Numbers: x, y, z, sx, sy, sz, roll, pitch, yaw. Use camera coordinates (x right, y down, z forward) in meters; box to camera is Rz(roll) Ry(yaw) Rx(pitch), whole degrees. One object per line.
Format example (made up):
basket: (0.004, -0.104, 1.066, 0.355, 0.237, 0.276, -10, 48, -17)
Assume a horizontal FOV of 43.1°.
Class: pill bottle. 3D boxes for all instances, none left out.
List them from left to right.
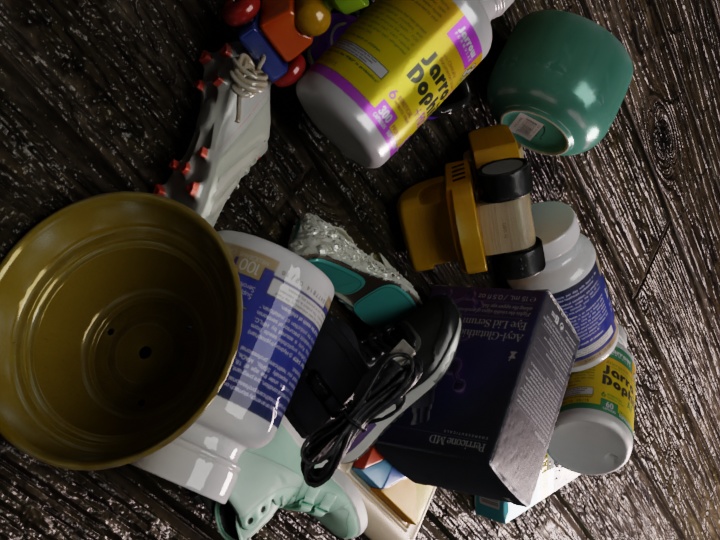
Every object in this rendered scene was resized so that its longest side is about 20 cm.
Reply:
pill bottle: (-0.111, 0.081, 0.756, 0.120, 0.119, 0.202, 39, 68, -44)
pill bottle: (0.044, -0.193, 0.795, 0.200, 0.104, 0.104, -47, 130, -7)
pill bottle: (0.247, 0.021, 1.144, 0.116, 0.115, 0.201, -49, 129, -31)
pill bottle: (0.306, 0.157, 1.204, 0.113, 0.112, 0.201, 65, 30, -32)

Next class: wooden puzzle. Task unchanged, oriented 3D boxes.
wooden puzzle: (0.050, 0.196, 1.013, 0.185, 0.037, 0.201, 52, 60, -39)

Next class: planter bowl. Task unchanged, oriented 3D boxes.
planter bowl: (-0.171, 0.050, 0.668, 0.084, 0.199, 0.202, 64, 47, -68)

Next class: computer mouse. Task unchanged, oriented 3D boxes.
computer mouse: (-0.034, 0.087, 0.802, 0.053, 0.200, 0.139, 42, 90, -25)

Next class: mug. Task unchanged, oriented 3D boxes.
mug: (0.231, -0.197, 1.064, 0.185, 0.151, 0.115, 44, 68, -42)

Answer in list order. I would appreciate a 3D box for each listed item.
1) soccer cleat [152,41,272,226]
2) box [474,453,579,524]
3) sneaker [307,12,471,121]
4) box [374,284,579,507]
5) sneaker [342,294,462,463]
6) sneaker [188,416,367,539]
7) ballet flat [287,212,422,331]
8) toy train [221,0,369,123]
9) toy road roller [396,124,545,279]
soccer cleat: (-0.115, -0.093, 0.763, 0.077, 0.069, 0.202, 26, 74, -44)
box: (0.228, 0.258, 1.210, 0.199, 0.049, 0.083, -15, 107, -45)
sneaker: (0.039, -0.201, 0.887, 0.199, 0.099, 0.070, 16, 83, -48)
box: (0.125, 0.127, 0.962, 0.104, 0.147, 0.201, 49, 54, -41)
sneaker: (0.016, 0.096, 0.896, 0.200, 0.076, 0.087, -50, 125, 0)
sneaker: (-0.078, 0.218, 0.847, 0.201, 0.073, 0.119, 52, 52, -27)
ballet flat: (0.000, 0.000, 0.911, 0.200, 0.071, 0.072, 35, 71, -47)
toy train: (-0.044, -0.202, 0.730, 0.085, 0.115, 0.201, 48, 29, -40)
toy road roller: (0.118, -0.071, 1.007, 0.200, 0.144, 0.124, -80, 158, -66)
